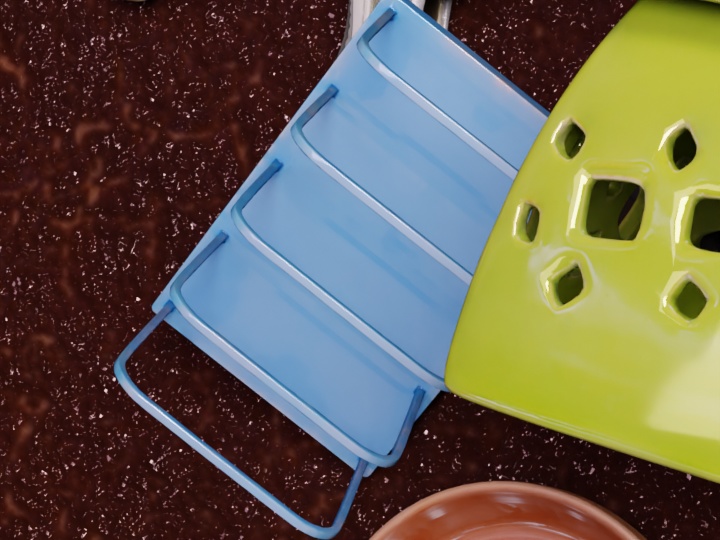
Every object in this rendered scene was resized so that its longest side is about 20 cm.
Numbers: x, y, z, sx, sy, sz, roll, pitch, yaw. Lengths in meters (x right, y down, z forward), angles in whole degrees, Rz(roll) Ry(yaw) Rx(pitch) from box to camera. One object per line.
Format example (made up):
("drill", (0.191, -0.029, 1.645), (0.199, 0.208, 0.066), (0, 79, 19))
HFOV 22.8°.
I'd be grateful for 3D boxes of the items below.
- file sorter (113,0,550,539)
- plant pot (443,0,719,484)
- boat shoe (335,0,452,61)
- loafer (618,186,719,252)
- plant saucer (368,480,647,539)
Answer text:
("file sorter", (0.000, 0.000, 0.815), (0.139, 0.123, 0.200), (38, 108, -2))
("plant pot", (0.170, -0.022, 0.635), (0.199, 0.199, 0.183), (17, 97, 27))
("boat shoe", (0.028, -0.119, 0.881), (0.064, 0.074, 0.203), (16, 94, 15))
("loafer", (0.174, 0.040, 0.796), (0.071, 0.073, 0.200), (-49, 61, 24))
("plant saucer", (0.072, 0.201, 0.843), (0.199, 0.032, 0.202), (-3, 83, 25))
